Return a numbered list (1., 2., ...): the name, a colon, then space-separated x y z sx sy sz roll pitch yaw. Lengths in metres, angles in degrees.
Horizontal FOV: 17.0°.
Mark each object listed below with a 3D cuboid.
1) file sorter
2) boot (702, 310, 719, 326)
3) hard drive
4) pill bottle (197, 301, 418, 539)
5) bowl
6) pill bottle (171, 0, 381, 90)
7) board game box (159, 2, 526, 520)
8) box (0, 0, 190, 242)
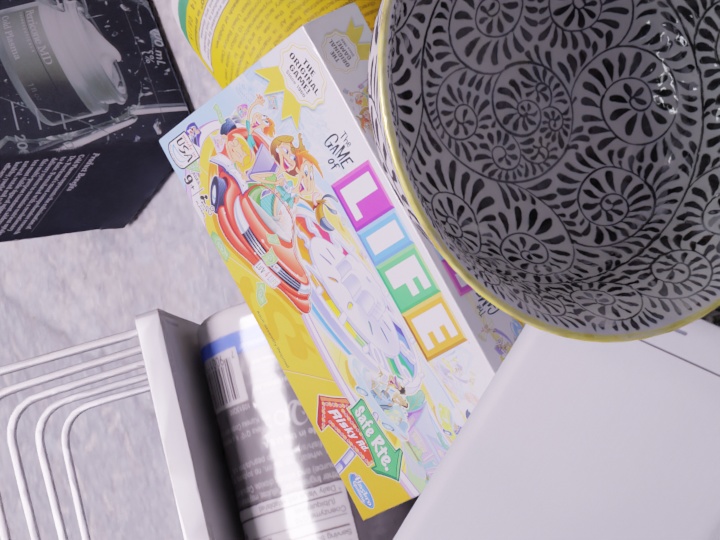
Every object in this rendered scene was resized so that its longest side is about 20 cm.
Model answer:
1. file sorter: -0.118 0.113 1.253 0.200 0.124 0.140 33 -138 -77
2. boot: 0.146 0.033 1.010 0.096 0.073 0.201 -41 72 44
3. hard drive: 0.083 0.105 0.944 0.131 0.027 0.201 25 78 36
4. pill bottle: -0.006 0.110 1.193 0.114 0.113 0.201 -25 77 54
5. bowl: 0.076 -0.072 0.962 0.094 0.200 0.202 -4 94 64
6. pill bottle: 0.001 -0.089 1.141 0.200 0.112 0.113 53 136 33
7. board game box: 0.000 0.000 1.063 0.134 0.034 0.201 -32 86 52
8. box: -0.230 -0.125 1.389 0.124 0.196 0.201 -43 62 48
